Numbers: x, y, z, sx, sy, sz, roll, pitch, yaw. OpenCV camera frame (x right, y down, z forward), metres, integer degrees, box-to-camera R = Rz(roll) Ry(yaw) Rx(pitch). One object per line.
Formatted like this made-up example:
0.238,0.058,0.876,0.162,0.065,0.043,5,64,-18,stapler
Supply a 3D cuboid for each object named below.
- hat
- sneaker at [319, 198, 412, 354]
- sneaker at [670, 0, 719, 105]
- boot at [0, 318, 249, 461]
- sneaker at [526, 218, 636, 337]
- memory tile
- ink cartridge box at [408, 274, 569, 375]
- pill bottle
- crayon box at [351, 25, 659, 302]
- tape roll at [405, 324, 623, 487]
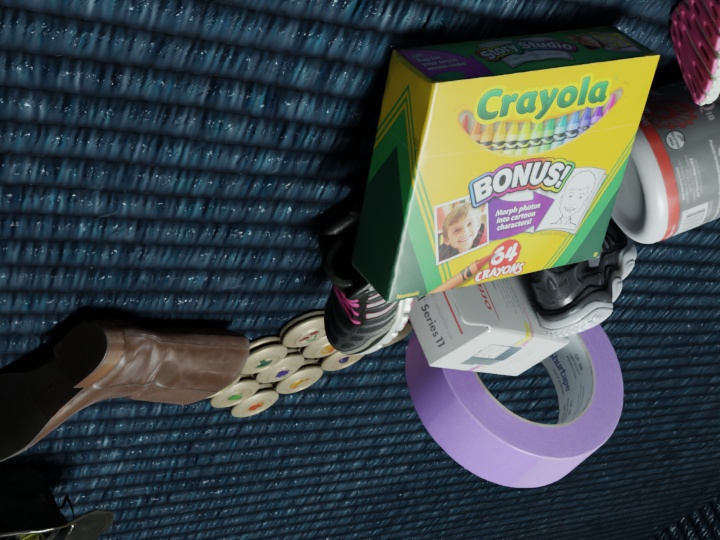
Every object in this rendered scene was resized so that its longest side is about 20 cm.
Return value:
-0.319,0.222,1.404,0.199,0.081,0.201,-20,166,-5,hat
0.000,0.000,1.228,0.087,0.074,0.200,-11,150,-32,sneaker
0.281,-0.189,1.111,0.087,0.074,0.200,-14,152,-10,sneaker
-0.204,0.102,1.283,0.186,0.065,0.200,-33,162,24,boot
0.186,-0.031,1.371,0.075,0.114,0.200,-18,-161,24,sneaker
-0.053,0.079,1.444,0.199,0.017,0.153,-29,158,8,memory tile
0.090,0.020,1.325,0.067,0.118,0.200,-32,158,24,ink cartridge box
0.295,-0.107,1.260,0.199,0.116,0.116,-21,158,-12,pill bottle
0.102,-0.078,1.109,0.199,0.058,0.174,-12,130,-32,crayon box
0.144,0.097,1.447,0.199,0.201,0.066,-9,153,-35,tape roll
